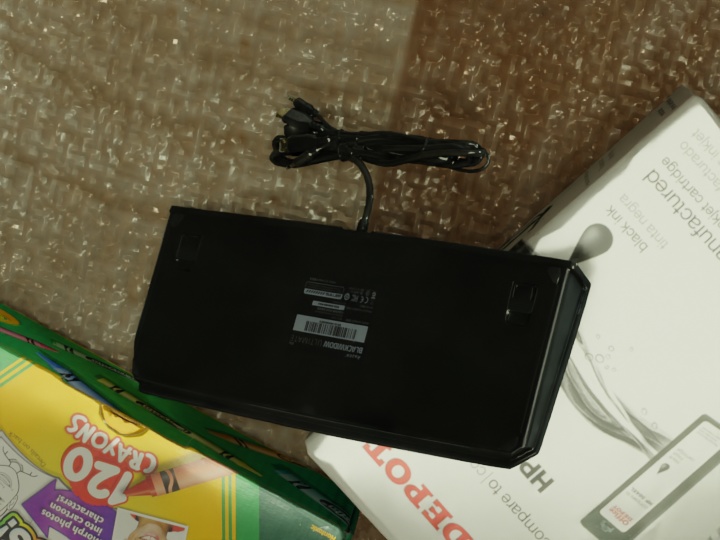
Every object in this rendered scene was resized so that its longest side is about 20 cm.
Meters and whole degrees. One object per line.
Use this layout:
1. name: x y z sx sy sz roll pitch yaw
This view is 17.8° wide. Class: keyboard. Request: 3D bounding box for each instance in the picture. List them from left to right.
1. keyboard: 0.000 0.000 0.866 0.200 0.021 0.127 9 80 38

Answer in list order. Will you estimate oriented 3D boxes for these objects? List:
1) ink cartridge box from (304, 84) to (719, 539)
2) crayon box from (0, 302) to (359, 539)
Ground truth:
1. ink cartridge box: 0.099 0.049 0.886 0.200 0.084 0.146 -43 92 8
2. crayon box: -0.115 0.101 0.921 0.200 0.058 0.119 28 101 0
